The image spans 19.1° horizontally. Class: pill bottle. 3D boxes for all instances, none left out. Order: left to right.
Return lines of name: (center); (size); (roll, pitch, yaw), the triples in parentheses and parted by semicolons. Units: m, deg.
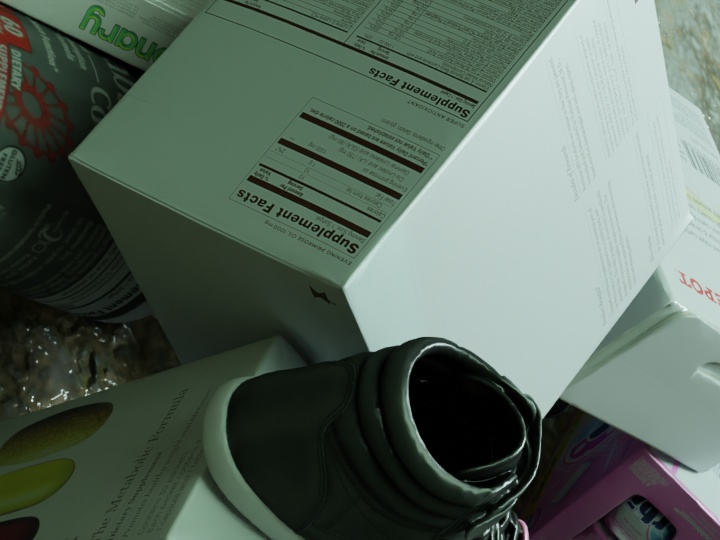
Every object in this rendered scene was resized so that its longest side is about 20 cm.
pill bottle: (-0.131, -0.043, 0.958); (0.200, 0.116, 0.116); (22, 60, -42)

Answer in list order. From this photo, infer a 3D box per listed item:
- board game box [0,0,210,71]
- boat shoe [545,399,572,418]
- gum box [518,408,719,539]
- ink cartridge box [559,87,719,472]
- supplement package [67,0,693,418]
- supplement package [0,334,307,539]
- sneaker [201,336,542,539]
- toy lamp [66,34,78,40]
board game box: (-0.126, -0.143, 0.971); (0.200, 0.035, 0.126); (25, 21, -18)
boat shoe: (0.132, 0.012, 1.271); (0.063, 0.071, 0.200); (47, 42, -30)
gum box: (0.157, 0.108, 1.183); (0.066, 0.113, 0.200); (44, 31, -4)
ink cartridge box: (0.137, -0.014, 1.090); (0.144, 0.085, 0.200); (28, 34, -43)
supplement package: (0.019, -0.035, 0.904); (0.200, 0.147, 0.191); (-50, 146, -22)
supplement package: (-0.091, 0.121, 0.875); (0.110, 0.200, 0.114); (51, 44, -23)
sneaker: (0.041, 0.093, 0.804); (0.200, 0.099, 0.071); (39, 48, -35)
toy lamp: (-0.068, -0.143, 1.112); (0.200, 0.058, 0.058); (-39, 105, -47)
